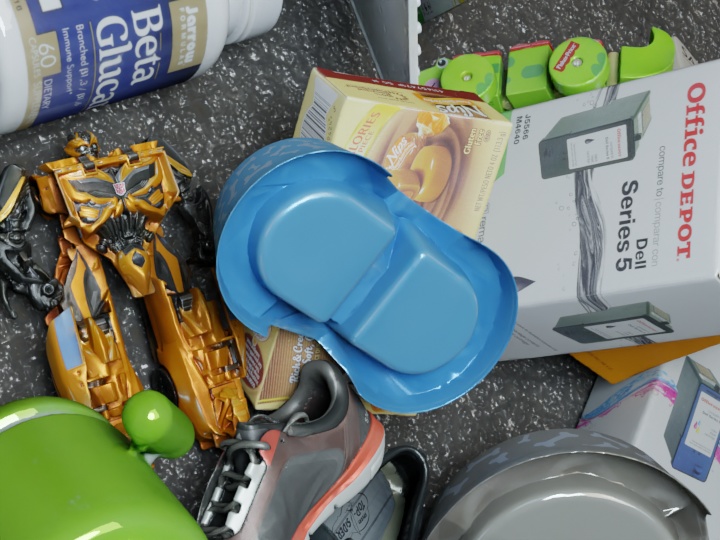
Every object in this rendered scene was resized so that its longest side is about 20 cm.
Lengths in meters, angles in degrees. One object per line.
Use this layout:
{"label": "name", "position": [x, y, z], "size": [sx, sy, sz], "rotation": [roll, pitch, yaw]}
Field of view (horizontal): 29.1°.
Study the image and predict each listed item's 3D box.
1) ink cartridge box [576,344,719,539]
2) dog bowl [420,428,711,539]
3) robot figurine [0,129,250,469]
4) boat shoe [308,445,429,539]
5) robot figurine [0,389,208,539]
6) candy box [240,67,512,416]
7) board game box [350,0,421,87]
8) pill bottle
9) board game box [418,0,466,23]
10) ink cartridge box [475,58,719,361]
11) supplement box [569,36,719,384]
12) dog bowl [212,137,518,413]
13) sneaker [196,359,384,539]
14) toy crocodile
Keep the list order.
{"label": "ink cartridge box", "position": [0.226, 0.138, 0.969], "size": [0.145, 0.087, 0.201], "rotation": [38, 58, -14]}
{"label": "dog bowl", "position": [0.124, 0.188, 0.847], "size": [0.198, 0.059, 0.202], "rotation": [-1, 110, -2]}
{"label": "robot figurine", "position": [-0.132, 0.014, 0.804], "size": [0.144, 0.058, 0.202], "rotation": [-17, 90, -34]}
{"label": "boat shoe", "position": [-0.008, 0.171, 0.797], "size": [0.075, 0.066, 0.199], "rotation": [49, 38, -4]}
{"label": "robot figurine", "position": [-0.145, 0.139, 0.684], "size": [0.175, 0.200, 0.116], "rotation": [-45, 129, -8]}
{"label": "candy box", "position": [0.004, -0.012, 0.833], "size": [0.114, 0.055, 0.202], "rotation": [6, 114, -28]}
{"label": "board game box", "position": [0.012, -0.212, 0.856], "size": [0.026, 0.201, 0.201], "rotation": [-15, 55, -7]}
{"label": "pill bottle", "position": [-0.148, -0.158, 0.824], "size": [0.199, 0.111, 0.112], "rotation": [-23, 87, -33]}
{"label": "board game box", "position": [0.044, -0.239, 0.906], "size": [0.034, 0.200, 0.136], "rotation": [-26, 97, -6]}
{"label": "ink cartridge box", "position": [0.155, -0.033, 0.863], "size": [0.084, 0.199, 0.147], "rotation": [31, 59, -43]}
{"label": "supplement box", "position": [0.194, -0.041, 0.948], "size": [0.073, 0.125, 0.202], "rotation": [32, 44, -44]}
{"label": "dog bowl", "position": [0.000, 0.000, 0.773], "size": [0.199, 0.050, 0.112], "rotation": [34, 99, -34]}
{"label": "sneaker", "position": [-0.064, 0.125, 0.764], "size": [0.200, 0.076, 0.082], "rotation": [-51, 129, -39]}
{"label": "toy crocodile", "position": [0.113, -0.127, 0.936], "size": [0.068, 0.198, 0.062], "rotation": [54, 36, -56]}
